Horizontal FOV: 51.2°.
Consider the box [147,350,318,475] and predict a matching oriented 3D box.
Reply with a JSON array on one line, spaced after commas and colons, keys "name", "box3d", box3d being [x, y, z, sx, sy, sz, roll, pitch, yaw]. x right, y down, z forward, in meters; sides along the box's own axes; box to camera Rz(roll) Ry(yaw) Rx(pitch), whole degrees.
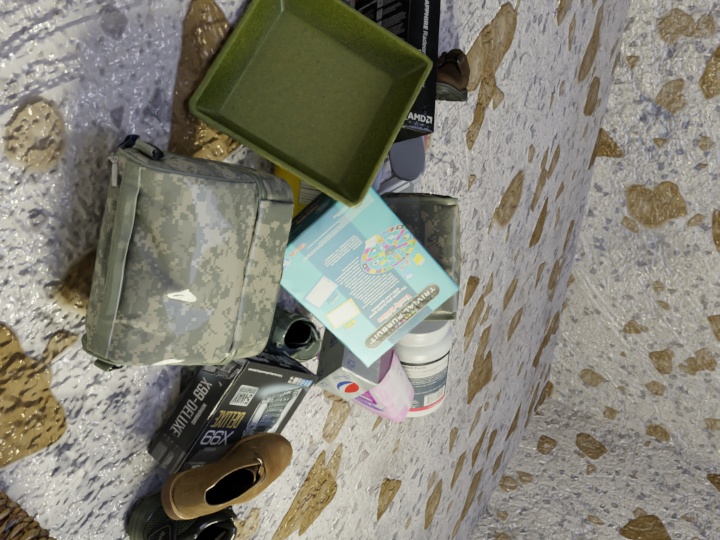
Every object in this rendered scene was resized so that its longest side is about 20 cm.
[{"name": "box", "box3d": [-0.151, 0.175, 0.936, 0.158, 0.050, 0.200, -57, 156, 0]}]

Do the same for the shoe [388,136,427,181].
[{"name": "shoe", "box3d": [0.068, -0.236, 1.128, 0.091, 0.071, 0.200, -88, 177, -82]}]

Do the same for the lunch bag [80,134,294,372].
[{"name": "lunch bag", "box3d": [-0.166, -0.014, 0.690, 0.168, 0.139, 0.200, -7, 113, -64]}]

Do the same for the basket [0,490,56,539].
[{"name": "basket", "box3d": [-0.344, 0.319, 0.652, 0.200, 0.149, 0.143, -51, -178, -38]}]

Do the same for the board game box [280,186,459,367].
[{"name": "board game box", "box3d": [0.000, 0.000, 0.884, 0.151, 0.047, 0.200, -41, 122, 5]}]

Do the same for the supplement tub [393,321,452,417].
[{"name": "supplement tub", "box3d": [0.095, 0.155, 1.374, 0.140, 0.140, 0.200, -44, 145, -46]}]

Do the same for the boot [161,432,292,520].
[{"name": "boot", "box3d": [-0.131, 0.238, 0.875, 0.200, 0.075, 0.074, -12, 86, -58]}]

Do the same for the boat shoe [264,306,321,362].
[{"name": "boat shoe", "box3d": [-0.090, 0.095, 1.029, 0.073, 0.062, 0.200, -67, 156, -11]}]

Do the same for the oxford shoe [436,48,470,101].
[{"name": "oxford shoe", "box3d": [0.135, -0.313, 1.201, 0.200, 0.073, 0.085, -50, 149, -70]}]

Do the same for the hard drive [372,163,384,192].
[{"name": "hard drive", "box3d": [0.003, -0.106, 1.039, 0.135, 0.042, 0.200, -86, -173, -81]}]

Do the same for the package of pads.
[{"name": "package of pads", "box3d": [0.015, 0.175, 1.243, 0.076, 0.120, 0.200, -62, 155, -20]}]

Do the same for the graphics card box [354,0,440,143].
[{"name": "graphics card box", "box3d": [0.039, -0.257, 0.909, 0.051, 0.125, 0.200, 6, 85, -33]}]

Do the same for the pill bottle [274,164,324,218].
[{"name": "pill bottle", "box3d": [-0.050, -0.104, 0.909, 0.111, 0.111, 0.200, -30, 134, -56]}]

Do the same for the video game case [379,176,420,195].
[{"name": "video game case", "box3d": [0.038, -0.059, 1.240, 0.200, 0.023, 0.182, -36, 139, -53]}]

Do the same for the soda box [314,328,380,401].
[{"name": "soda box", "box3d": [-0.008, 0.081, 1.079, 0.068, 0.063, 0.200, -38, -149, 41]}]

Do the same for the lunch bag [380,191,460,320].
[{"name": "lunch bag", "box3d": [0.076, -0.026, 1.046, 0.200, 0.117, 0.164, -70, 161, -83]}]

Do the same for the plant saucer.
[{"name": "plant saucer", "box3d": [-0.052, -0.190, 0.800, 0.200, 0.200, 0.048, -63, -169, -17]}]

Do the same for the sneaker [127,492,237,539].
[{"name": "sneaker", "box3d": [-0.180, 0.304, 0.932, 0.199, 0.114, 0.076, -4, 113, -67]}]
